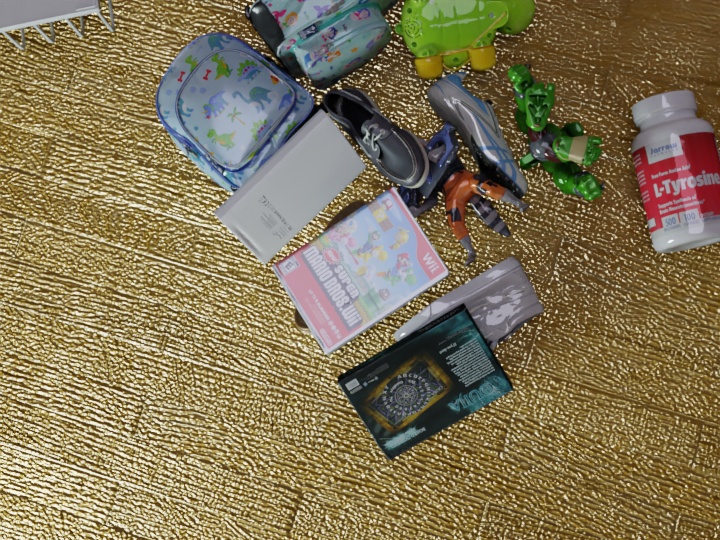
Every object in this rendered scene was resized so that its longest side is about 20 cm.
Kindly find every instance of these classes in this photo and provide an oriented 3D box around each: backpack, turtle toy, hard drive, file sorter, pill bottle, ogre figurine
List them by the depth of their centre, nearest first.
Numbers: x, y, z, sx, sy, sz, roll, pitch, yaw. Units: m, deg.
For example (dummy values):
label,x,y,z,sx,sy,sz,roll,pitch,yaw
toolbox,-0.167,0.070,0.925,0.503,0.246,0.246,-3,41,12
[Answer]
label,x,y,z,sx,sy,sz,roll,pitch,yaw
pill bottle,0.427,-0.132,1.653,0.111,0.112,0.202,-12,82,3
ogre figurine,0.258,-0.177,1.669,0.200,0.120,0.098,39,83,7
backpack,-0.036,-0.353,1.687,0.200,0.178,0.151,-39,83,1
hard drive,-0.093,-0.112,1.688,0.200,0.132,0.027,-44,53,-1
backpack,-0.178,-0.224,1.700,0.200,0.147,0.183,38,85,11
turtle toy,0.144,-0.349,1.708,0.198,0.101,0.147,-8,103,1
file sorter,-0.460,-0.397,1.755,0.198,0.125,0.140,-11,81,3

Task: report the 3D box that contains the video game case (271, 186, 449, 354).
label,x,y,z,sx,sy,sz,roll,pitch,yaw
video game case,0.000,0.000,1.662,0.199,0.017,0.144,-33,81,-2

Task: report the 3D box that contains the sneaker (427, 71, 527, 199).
label,x,y,z,sx,sy,sz,roll,pitch,yaw
sneaker,0.173,-0.189,1.705,0.072,0.072,0.201,-35,85,-9

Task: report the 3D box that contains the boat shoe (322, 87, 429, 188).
label,x,y,z,sx,sy,sz,roll,pitch,yaw
boat shoe,0.016,-0.181,1.682,0.200,0.062,0.073,50,118,33

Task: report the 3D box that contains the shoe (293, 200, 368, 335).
label,x,y,z,sx,sy,sz,roll,pitch,yaw
shoe,-0.031,-0.002,1.712,0.070,0.053,0.201,19,79,38

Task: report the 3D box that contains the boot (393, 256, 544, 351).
label,x,y,z,sx,sy,sz,roll,pitch,yaw
boot,0.150,0.071,1.671,0.199,0.074,0.096,-32,81,3

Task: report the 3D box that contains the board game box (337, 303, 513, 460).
label,x,y,z,sx,sy,sz,roll,pitch,yaw
board game box,0.087,0.151,1.653,0.199,0.028,0.136,-30,104,8

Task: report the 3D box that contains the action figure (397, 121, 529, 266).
label,x,y,z,sx,sy,sz,roll,pitch,yaw
action figure,0.112,-0.099,1.704,0.194,0.104,0.200,49,119,15
